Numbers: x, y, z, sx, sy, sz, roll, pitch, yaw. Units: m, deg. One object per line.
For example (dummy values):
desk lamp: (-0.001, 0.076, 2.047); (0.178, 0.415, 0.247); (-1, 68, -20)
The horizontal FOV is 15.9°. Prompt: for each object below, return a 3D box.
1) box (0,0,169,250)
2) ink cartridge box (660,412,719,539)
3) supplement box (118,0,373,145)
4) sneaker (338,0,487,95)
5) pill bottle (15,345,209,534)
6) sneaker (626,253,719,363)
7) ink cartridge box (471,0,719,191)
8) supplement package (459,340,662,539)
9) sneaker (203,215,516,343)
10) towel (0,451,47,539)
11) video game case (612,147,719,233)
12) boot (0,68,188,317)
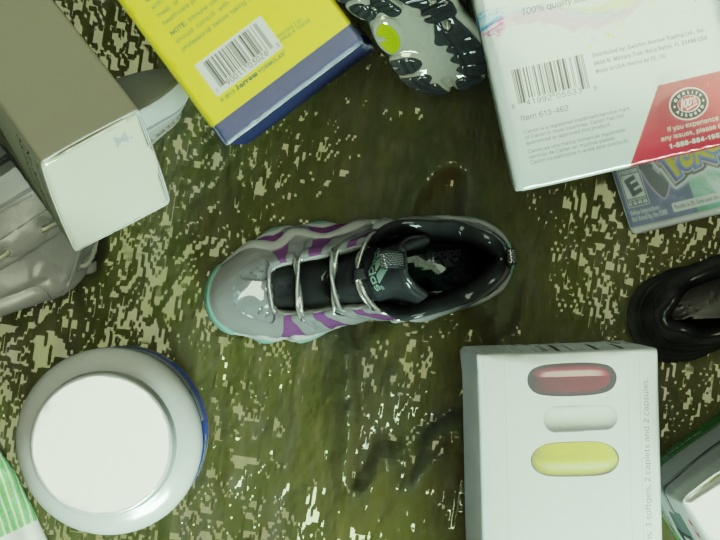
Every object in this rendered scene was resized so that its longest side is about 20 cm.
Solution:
box: (-0.193, -0.107, 1.562); (0.068, 0.082, 0.200); (-28, 45, -12)
ink cartridge box: (0.250, 0.167, 1.569); (0.084, 0.200, 0.146); (-33, 90, -1)
supplement box: (-0.094, -0.189, 1.604); (0.109, 0.109, 0.200); (-37, 91, 5)
sneaker: (0.023, -0.188, 1.579); (0.077, 0.200, 0.080); (-15, 55, 9)
pill bottle: (-0.149, 0.102, 1.558); (0.112, 0.200, 0.112); (0, 89, -1)
sneaker: (0.269, 0.007, 1.628); (0.200, 0.091, 0.076); (-25, 88, -3)
ink cartridge box: (0.139, -0.163, 1.527); (0.145, 0.083, 0.201); (-12, 99, 3)
supplement package: (0.121, 0.146, 1.588); (0.110, 0.156, 0.201); (-2, 90, -1)
sneaker: (0.000, 0.000, 1.593); (0.199, 0.140, 0.078); (-12, 90, -2)
towel: (-0.264, 0.212, 1.642); (0.152, 0.023, 0.200); (-25, 90, -3)
video game case: (0.220, -0.127, 1.587); (0.023, 0.200, 0.183); (-23, 97, -45)
boot: (-0.185, -0.045, 1.633); (0.200, 0.074, 0.096); (-30, 118, -13)
